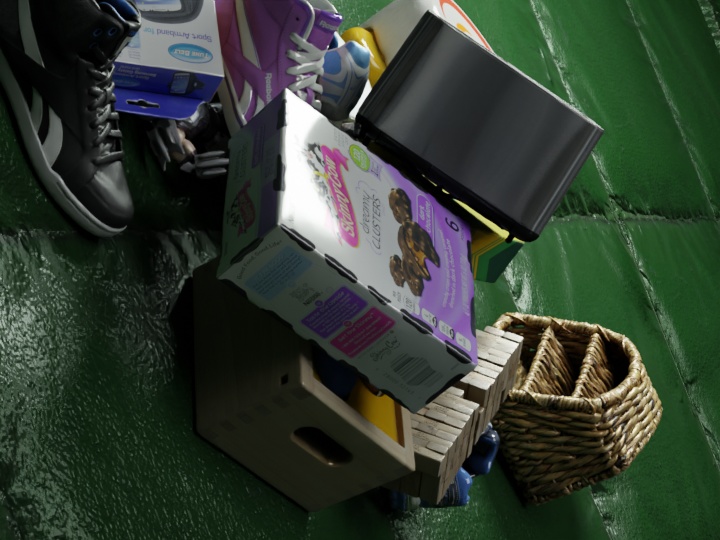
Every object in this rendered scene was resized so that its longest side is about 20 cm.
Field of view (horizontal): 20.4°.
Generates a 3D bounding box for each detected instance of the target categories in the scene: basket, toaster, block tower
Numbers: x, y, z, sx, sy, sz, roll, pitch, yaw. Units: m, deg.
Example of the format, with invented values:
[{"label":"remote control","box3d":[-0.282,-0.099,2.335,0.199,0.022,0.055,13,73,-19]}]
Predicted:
[{"label":"basket","box3d":[0.212,0.115,2.019,0.150,0.142,0.200,61,24,-11]},{"label":"toaster","box3d":[0.091,-0.118,1.636,0.180,0.119,0.200,33,8,-2]},{"label":"block tower","box3d":[0.077,0.120,1.695,0.200,0.054,0.058,-48,151,-53]}]

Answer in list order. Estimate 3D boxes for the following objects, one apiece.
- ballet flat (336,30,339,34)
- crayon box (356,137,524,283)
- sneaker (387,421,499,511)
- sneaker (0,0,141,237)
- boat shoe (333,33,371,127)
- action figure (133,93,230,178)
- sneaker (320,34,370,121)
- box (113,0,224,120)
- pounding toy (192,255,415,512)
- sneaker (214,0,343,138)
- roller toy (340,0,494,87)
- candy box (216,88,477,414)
[{"label":"ballet flat","box3d":[-0.043,-0.168,1.855,0.071,0.070,0.201,42,33,-41]},{"label":"crayon box","box3d":[0.058,-0.050,1.737,0.127,0.051,0.200,41,9,17]},{"label":"sneaker","box3d":[0.084,0.148,1.768,0.200,0.085,0.077,-66,159,-54]},{"label":"sneaker","box3d":[-0.193,-0.130,1.446,0.201,0.111,0.073,62,25,-6]},{"label":"boat shoe","box3d":[-0.054,-0.190,1.801,0.070,0.064,0.201,3,47,-45]},{"label":"action figure","box3d":[-0.119,-0.118,1.647,0.200,0.069,0.131,29,47,-49]},{"label":"sneaker","box3d":[-0.059,-0.181,1.714,0.072,0.073,0.200,34,-6,-41]},{"label":"box","box3d":[-0.175,-0.211,1.583,0.118,0.042,0.201,6,54,-24]},{"label":"pounding toy","box3d":[-0.017,0.068,1.584,0.200,0.142,0.185,41,34,-43]},{"label":"sneaker","box3d":[-0.052,-0.149,1.600,0.073,0.114,0.201,-8,71,-61]},{"label":"roller toy","box3d":[0.062,-0.175,1.986,0.183,0.139,0.200,56,16,-2]},{"label":"candy box","box3d":[-0.008,-0.015,1.502,0.200,0.071,0.168,35,33,-26]}]
